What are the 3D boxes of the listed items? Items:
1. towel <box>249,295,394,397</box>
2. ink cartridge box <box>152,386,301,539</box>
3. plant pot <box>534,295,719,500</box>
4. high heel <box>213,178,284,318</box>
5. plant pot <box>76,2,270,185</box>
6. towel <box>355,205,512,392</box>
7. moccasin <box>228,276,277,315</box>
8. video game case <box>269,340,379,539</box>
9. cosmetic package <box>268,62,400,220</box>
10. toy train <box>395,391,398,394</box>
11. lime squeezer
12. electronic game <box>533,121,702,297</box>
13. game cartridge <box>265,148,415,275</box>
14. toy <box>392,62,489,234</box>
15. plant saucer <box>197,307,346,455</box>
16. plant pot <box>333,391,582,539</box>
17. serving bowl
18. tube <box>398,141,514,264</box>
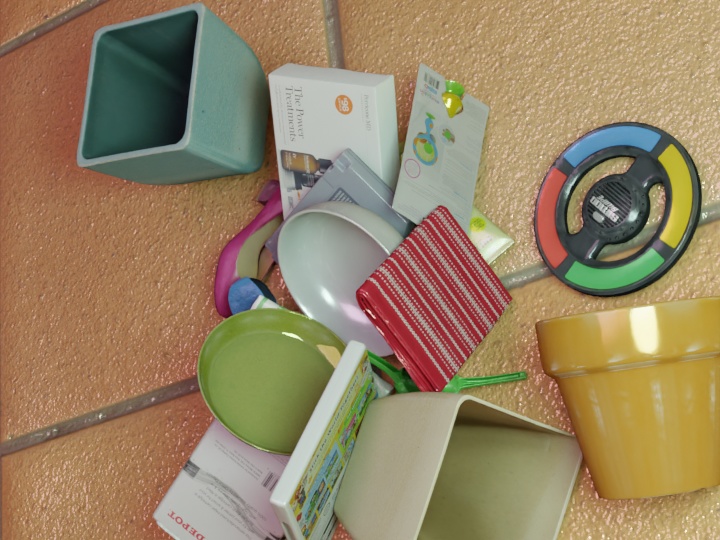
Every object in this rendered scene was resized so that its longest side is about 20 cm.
[{"bbox_3d":[-0.081,0.143,1.753,0.200,0.023,0.153,36,102,12],"label":"towel"},{"bbox_3d":[-0.129,0.251,1.722,0.145,0.084,0.200,37,107,9],"label":"ink cartridge box"},{"bbox_3d":[0.285,0.129,1.453,0.199,0.200,0.184,-10,85,33],"label":"plant pot"},{"bbox_3d":[-0.121,-0.028,1.865,0.096,0.067,0.201,11,78,49],"label":"high heel"},{"bbox_3d":[-0.227,-0.208,1.922,0.195,0.200,0.197,-6,71,34],"label":"plant pot"},{"bbox_3d":[0.082,0.031,1.596,0.022,0.200,0.145,-28,102,43],"label":"towel"},{"bbox_3d":[-0.098,0.100,1.803,0.080,0.068,0.201,-17,88,17],"label":"moccasin"},{"bbox_3d":[-0.031,0.202,1.565,0.023,0.182,0.201,17,61,19],"label":"video game case"},{"bbox_3d":[-0.028,-0.142,1.752,0.150,0.052,0.201,9,120,27],"label":"cosmetic package"},{"bbox_3d":[0.079,0.103,1.686,0.201,0.042,0.056,-67,14,2],"label":"toy train"},{"bbox_3d":[0.083,0.117,1.630,0.038,0.199,0.071,-101,27,-47],"label":"lime squeezer"},{"bbox_3d":[0.281,-0.068,1.603,0.199,0.042,0.201,-12,68,33],"label":"electronic game"},{"bbox_3d":[-0.021,-0.042,1.748,0.133,0.041,0.200,48,133,4],"label":"game cartridge"},{"bbox_3d":[0.085,-0.130,1.704,0.047,0.115,0.201,-17,52,49],"label":"toy"},{"bbox_3d":[-0.093,0.133,1.670,0.201,0.199,0.031,67,149,31],"label":"plant saucer"},{"bbox_3d":[0.088,0.235,1.558,0.177,0.199,0.201,11,81,52],"label":"plant pot"},{"bbox_3d":[0.000,0.000,1.685,0.199,0.201,0.066,13,40,38],"label":"serving bowl"},{"bbox_3d":[0.100,-0.075,1.736,0.200,0.052,0.058,53,138,32],"label":"tube"}]
